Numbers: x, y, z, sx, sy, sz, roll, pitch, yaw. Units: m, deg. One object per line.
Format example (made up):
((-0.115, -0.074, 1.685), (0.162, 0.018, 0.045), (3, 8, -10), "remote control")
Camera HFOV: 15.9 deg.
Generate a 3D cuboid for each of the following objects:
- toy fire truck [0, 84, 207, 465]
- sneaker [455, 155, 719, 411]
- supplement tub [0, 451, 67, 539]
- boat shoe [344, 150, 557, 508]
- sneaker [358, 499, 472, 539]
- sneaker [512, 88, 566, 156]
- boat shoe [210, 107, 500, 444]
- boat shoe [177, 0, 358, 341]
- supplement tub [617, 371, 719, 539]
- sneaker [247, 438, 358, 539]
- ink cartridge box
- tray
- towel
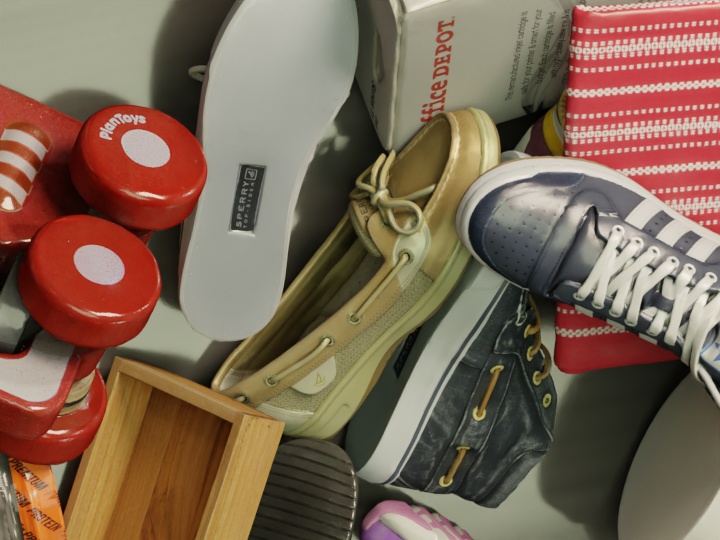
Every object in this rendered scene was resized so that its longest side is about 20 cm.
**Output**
((-0.177, -0.013, 1.225), (0.167, 0.201, 0.112), (24, 133, -5), "toy fire truck")
((0.144, 0.014, 1.231), (0.199, 0.109, 0.070), (21, 111, -24), "sneaker")
((-0.248, 0.127, 1.254), (0.198, 0.122, 0.123), (-14, 100, -11), "supplement tub")
((0.071, 0.032, 1.329), (0.090, 0.071, 0.201), (16, 119, -21), "boat shoe")
((0.066, 0.206, 1.365), (0.200, 0.081, 0.088), (43, 93, -15), "sneaker")
((0.163, -0.048, 1.364), (0.199, 0.090, 0.075), (10, 52, -31), "sneaker")
((-0.001, -0.001, 1.298), (0.063, 0.073, 0.201), (22, 118, -28), "boat shoe")
((-0.051, -0.071, 1.295), (0.074, 0.086, 0.203), (7, 112, -13), "boat shoe")
((0.251, 0.142, 1.364), (0.199, 0.145, 0.145), (27, 90, -15), "supplement tub")
((-0.047, 0.184, 1.335), (0.074, 0.088, 0.201), (19, 88, 16), "sneaker")
((0.093, -0.149, 1.284), (0.199, 0.147, 0.084), (-18, 66, -11), "ink cartridge box")
((-0.112, 0.155, 1.303), (0.037, 0.098, 0.201), (17, 93, -50), "tray")
((0.167, -0.043, 1.285), (0.143, 0.023, 0.201), (-6, 118, -13), "towel")
